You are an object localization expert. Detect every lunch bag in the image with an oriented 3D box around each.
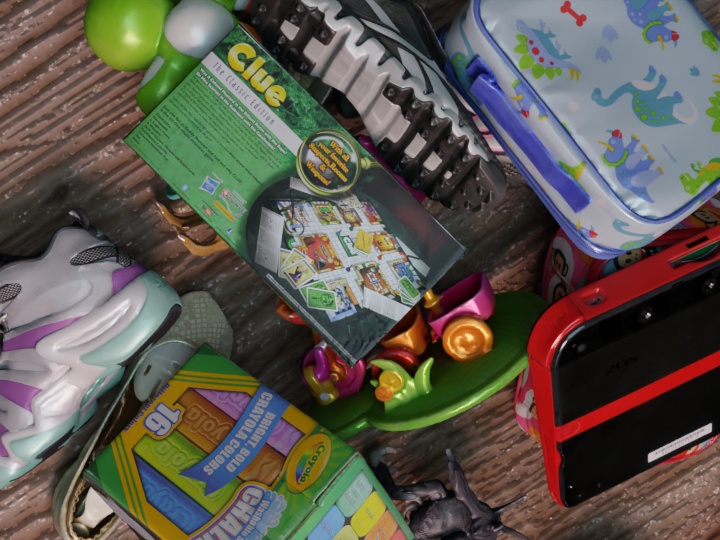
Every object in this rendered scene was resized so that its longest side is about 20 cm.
[{"bbox_3d":[0.210,0.046,1.088,0.175,0.082,0.201,-6,121,-24],"label":"lunch bag"},{"bbox_3d":[0.156,-0.119,0.990,0.161,0.082,0.200,-37,85,-28],"label":"lunch bag"}]

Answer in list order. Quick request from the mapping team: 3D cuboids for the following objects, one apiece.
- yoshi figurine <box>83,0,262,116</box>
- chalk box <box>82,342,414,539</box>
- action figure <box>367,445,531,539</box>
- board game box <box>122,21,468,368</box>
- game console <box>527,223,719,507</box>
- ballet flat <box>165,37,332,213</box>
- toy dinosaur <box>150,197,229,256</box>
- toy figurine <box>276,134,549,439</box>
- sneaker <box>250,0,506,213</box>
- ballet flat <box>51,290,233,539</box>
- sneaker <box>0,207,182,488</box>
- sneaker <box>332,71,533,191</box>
[{"bbox_3d":[-0.109,-0.197,0.978,0.201,0.112,0.112,-61,145,-5],"label":"yoshi figurine"},{"bbox_3d":[-0.056,0.163,0.986,0.124,0.200,0.125,-48,144,-16],"label":"chalk box"},{"bbox_3d":[0.024,0.188,1.088,0.199,0.102,0.119,-12,101,6],"label":"action figure"},{"bbox_3d":[-0.040,-0.046,0.939,0.105,0.023,0.200,-45,89,-1],"label":"board game box"},{"bbox_3d":[0.208,0.060,1.029,0.199,0.031,0.177,-23,133,-13],"label":"game console"},{"bbox_3d":[-0.057,-0.109,1.007,0.065,0.070,0.200,42,68,-35],"label":"ballet flat"},{"bbox_3d":[-0.079,-0.050,1.041,0.106,0.060,0.200,-37,106,-5],"label":"toy dinosaur"},{"bbox_3d":[0.000,0.000,1.024,0.199,0.150,0.184,-25,110,18],"label":"toy figurine"},{"bbox_3d":[0.028,-0.125,0.965,0.200,0.066,0.091,43,50,1],"label":"sneaker"},{"bbox_3d":[-0.146,0.109,1.054,0.067,0.062,0.200,29,93,-13],"label":"ballet flat"},{"bbox_3d":[-0.228,0.043,1.027,0.140,0.078,0.200,44,102,3],"label":"sneaker"},{"bbox_3d":[0.065,-0.094,1.060,0.200,0.080,0.086,35,97,-10],"label":"sneaker"}]
